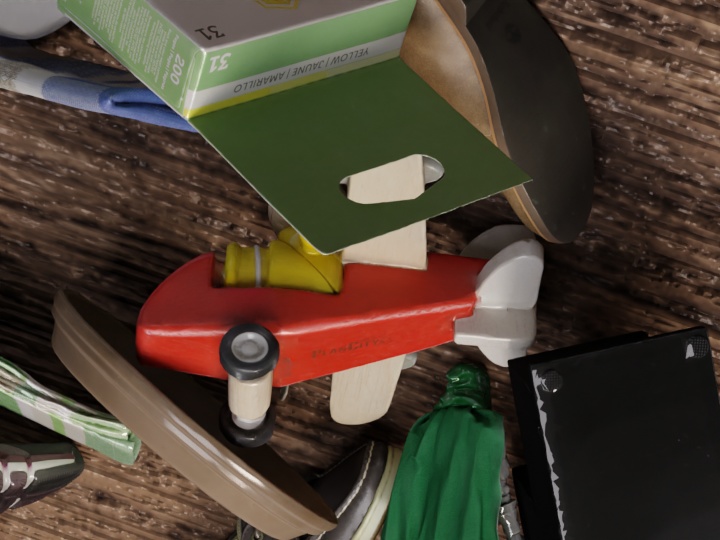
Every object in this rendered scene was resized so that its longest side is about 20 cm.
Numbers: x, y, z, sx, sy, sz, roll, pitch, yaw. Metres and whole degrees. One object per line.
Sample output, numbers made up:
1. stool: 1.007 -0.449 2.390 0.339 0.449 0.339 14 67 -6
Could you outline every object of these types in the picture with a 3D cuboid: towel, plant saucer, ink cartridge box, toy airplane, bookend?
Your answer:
1. towel: -0.153 -0.099 1.160 0.199 0.147 0.024 17 96 34
2. plant saucer: -0.096 0.083 1.272 0.200 0.200 0.029 40 91 -12
3. ink cartridge box: -0.027 -0.100 1.086 0.200 0.145 0.048 42 132 29
4. toy airplane: 0.000 0.000 1.229 0.200 0.141 0.199 -41 141 23
5. bookend: 0.135 0.117 1.236 0.092 0.200 0.200 -12 100 -3
6. towel: -0.216 0.058 1.335 0.199 0.023 0.153 26 169 -3

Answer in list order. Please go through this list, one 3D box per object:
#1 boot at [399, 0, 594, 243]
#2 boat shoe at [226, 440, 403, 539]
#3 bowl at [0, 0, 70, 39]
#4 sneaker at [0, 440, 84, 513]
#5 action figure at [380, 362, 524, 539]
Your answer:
1. boot: 0.055 -0.101 1.180 0.075 0.074 0.200 -12 113 40
2. boat shoe: -0.046 0.162 1.376 0.065 0.073 0.200 31 126 -13
3. bowl: -0.173 -0.232 1.119 0.200 0.075 0.200 36 118 -25
4. sneaker: -0.264 0.090 1.374 0.076 0.199 0.116 -37 65 52
5. action figure: 0.052 0.150 1.289 0.118 0.201 0.055 -3 167 41
